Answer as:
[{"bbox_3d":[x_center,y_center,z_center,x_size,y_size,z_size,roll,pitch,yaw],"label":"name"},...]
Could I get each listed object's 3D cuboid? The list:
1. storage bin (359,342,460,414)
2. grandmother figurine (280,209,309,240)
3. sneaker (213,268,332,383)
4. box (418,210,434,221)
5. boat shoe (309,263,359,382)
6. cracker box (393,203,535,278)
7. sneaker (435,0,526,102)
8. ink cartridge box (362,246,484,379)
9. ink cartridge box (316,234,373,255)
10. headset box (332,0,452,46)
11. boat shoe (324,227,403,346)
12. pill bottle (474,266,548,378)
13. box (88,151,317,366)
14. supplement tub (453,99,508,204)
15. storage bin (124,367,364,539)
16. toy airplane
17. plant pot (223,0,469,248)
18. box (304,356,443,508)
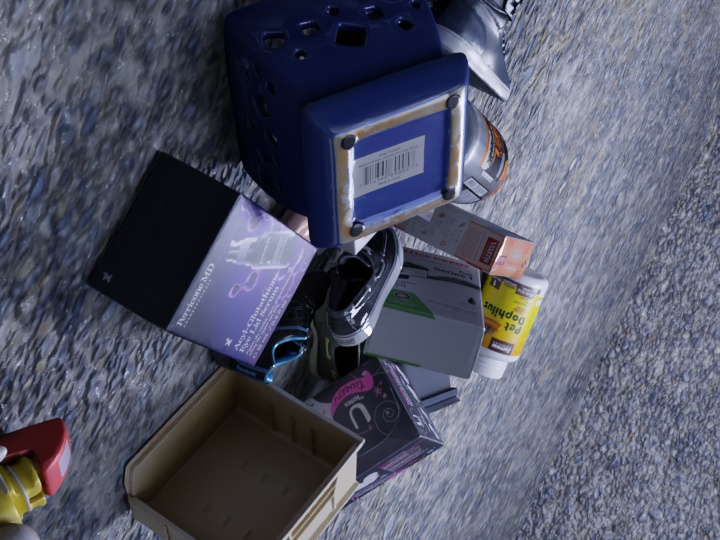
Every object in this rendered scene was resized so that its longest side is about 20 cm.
[{"bbox_3d":[0.052,0.139,1.654,0.200,0.144,0.136,-3,89,-63],"label":"storage bin"},{"bbox_3d":[-0.108,-0.001,1.264,0.200,0.060,0.122,-50,146,-21],"label":"grandmother figurine"},{"bbox_3d":[-0.086,0.070,1.343,0.200,0.082,0.074,-42,148,-41],"label":"sneaker"},{"bbox_3d":[0.042,-0.099,1.319,0.039,0.041,0.200,-65,157,2],"label":"box"},{"bbox_3d":[-0.030,0.076,1.489,0.072,0.060,0.203,-44,149,-37],"label":"boat shoe"},{"bbox_3d":[0.120,-0.056,1.490,0.134,0.199,0.058,7,108,-64],"label":"cracker box"},{"bbox_3d":[0.159,-0.287,1.302,0.147,0.077,0.202,-61,156,1],"label":"sneaker"},{"bbox_3d":[0.086,0.049,1.506,0.200,0.145,0.085,-83,-173,-65],"label":"ink cartridge box"},{"bbox_3d":[-0.002,-0.106,1.356,0.116,0.066,0.201,-48,152,-32],"label":"ink cartridge box"},{"bbox_3d":[0.054,-0.299,1.266,0.200,0.077,0.150,-6,120,-63],"label":"headset box"},{"bbox_3d":[0.000,0.000,1.398,0.201,0.071,0.068,-66,146,-41],"label":"boat shoe"},{"bbox_3d":[0.256,0.090,2.023,0.109,0.109,0.201,-6,119,-62],"label":"pill bottle"},{"bbox_3d":[-0.150,-0.005,1.111,0.149,0.104,0.200,-62,156,-2],"label":"box"},{"bbox_3d":[0.126,-0.160,1.496,0.123,0.122,0.200,-64,157,2],"label":"supplement tub"},{"bbox_3d":[-0.132,0.237,1.274,0.199,0.199,0.094,-46,153,-33],"label":"storage bin"},{"bbox_3d":[-0.329,0.213,0.921,0.200,0.140,0.200,-63,156,1],"label":"toy airplane"},{"bbox_3d":[-0.004,-0.150,1.090,0.199,0.180,0.201,-21,141,-18],"label":"plant pot"},{"bbox_3d":[-0.014,0.224,1.495,0.199,0.133,0.115,-33,158,9],"label":"box"}]
